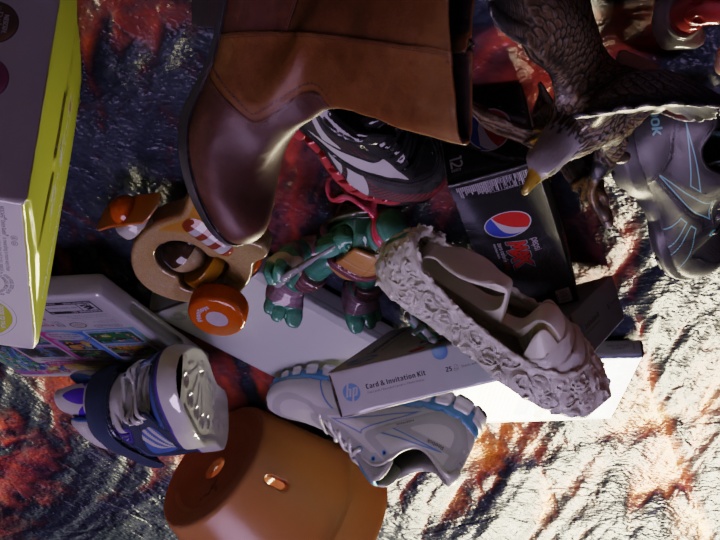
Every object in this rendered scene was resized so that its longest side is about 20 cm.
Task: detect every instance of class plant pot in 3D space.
[{"bbox_3d":[-0.091,0.224,1.749,0.199,0.201,0.140,-23,125,41],"label":"plant pot"}]

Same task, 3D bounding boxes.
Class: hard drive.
[{"bbox_3d":[-0.063,0.049,1.567,0.131,0.027,0.199,-19,144,38],"label":"hard drive"}]

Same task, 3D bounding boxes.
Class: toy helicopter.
[{"bbox_3d":[-0.127,-0.046,1.373,0.131,0.079,0.201,18,140,-5],"label":"toy helicopter"}]

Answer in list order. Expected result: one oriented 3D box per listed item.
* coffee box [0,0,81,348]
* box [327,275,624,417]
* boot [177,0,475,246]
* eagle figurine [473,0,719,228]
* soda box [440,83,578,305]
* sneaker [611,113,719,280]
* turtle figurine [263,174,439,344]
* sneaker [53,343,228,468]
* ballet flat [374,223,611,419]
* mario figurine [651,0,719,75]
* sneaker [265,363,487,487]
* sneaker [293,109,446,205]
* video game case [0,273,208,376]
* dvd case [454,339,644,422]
[{"bbox_3d":[-0.284,-0.090,1.151,0.196,0.202,0.200,6,152,-4],"label":"coffee box"},{"bbox_3d":[0.093,0.058,1.434,0.198,0.042,0.156,-16,-175,22],"label":"box"},{"bbox_3d":[-0.012,-0.095,1.085,0.199,0.190,0.068,12,-172,37],"label":"boot"},{"bbox_3d":[0.138,-0.108,1.099,0.150,0.152,0.201,3,151,1],"label":"eagle figurine"},{"bbox_3d":[0.106,-0.045,1.307,0.063,0.071,0.200,-12,149,9],"label":"soda box"},{"bbox_3d":[0.230,-0.054,1.273,0.079,0.076,0.200,-10,149,22],"label":"sneaker"},{"bbox_3d":[0.000,0.000,1.387,0.149,0.102,0.200,23,161,-11],"label":"turtle figurine"},{"bbox_3d":[-0.197,0.113,1.562,0.145,0.081,0.200,1,164,7],"label":"sneaker"},{"bbox_3d":[0.099,0.034,1.283,0.199,0.072,0.072,32,148,-6],"label":"ballet flat"},{"bbox_3d":[0.231,-0.178,1.066,0.123,0.106,0.201,31,160,40],"label":"mario figurine"},{"bbox_3d":[0.004,0.139,1.585,0.198,0.087,0.075,8,153,21],"label":"sneaker"},{"bbox_3d":[0.008,-0.098,1.212,0.097,0.071,0.200,6,159,42],"label":"sneaker"},{"bbox_3d":[-0.257,0.049,1.571,0.198,0.024,0.182,-2,156,26],"label":"video game case"},{"bbox_3d":[0.137,0.099,1.612,0.198,0.018,0.143,-2,153,-6],"label":"dvd case"}]
